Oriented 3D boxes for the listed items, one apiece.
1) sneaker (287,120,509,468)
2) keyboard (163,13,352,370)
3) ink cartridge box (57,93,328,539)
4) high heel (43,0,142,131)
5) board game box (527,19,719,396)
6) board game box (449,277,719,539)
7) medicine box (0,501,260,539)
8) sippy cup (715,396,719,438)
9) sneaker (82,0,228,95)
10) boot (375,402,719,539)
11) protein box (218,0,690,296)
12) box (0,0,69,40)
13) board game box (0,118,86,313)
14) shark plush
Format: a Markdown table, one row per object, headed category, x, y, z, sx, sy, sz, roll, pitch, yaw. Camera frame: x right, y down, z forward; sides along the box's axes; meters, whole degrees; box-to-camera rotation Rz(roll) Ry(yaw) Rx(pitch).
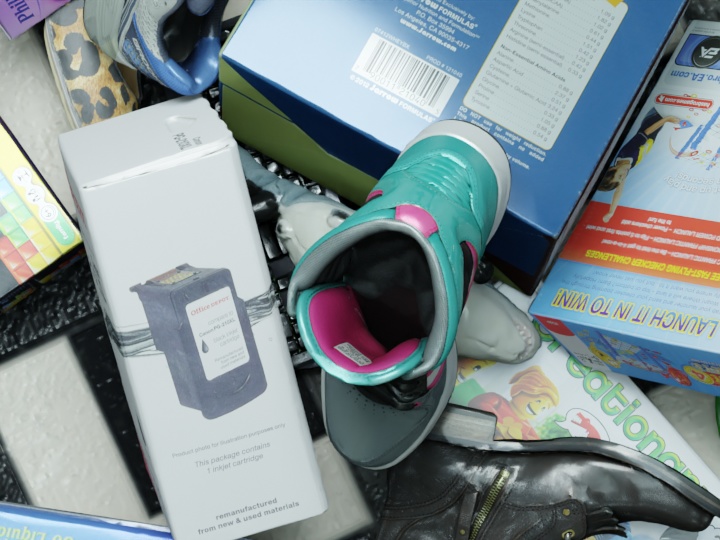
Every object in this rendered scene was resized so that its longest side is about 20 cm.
| category | x | y | z | sx | sy | sz | roll | pitch | yaw |
| --- | --- | --- | --- | --- | --- | --- | --- | --- | --- |
| sneaker | 0.010 | 0.035 | 1.364 | 0.084 | 0.121 | 0.200 | 24 | 123 | 13 |
| keyboard | -0.025 | -0.051 | 1.546 | 0.127 | 0.021 | 0.200 | -20 | 86 | -3 |
| ink cartridge box | -0.088 | 0.023 | 1.438 | 0.084 | 0.145 | 0.200 | -16 | 106 | -7 |
| high heel | -0.100 | -0.145 | 1.525 | 0.142 | 0.071 | 0.200 | -12 | 76 | 4 |
| board game box | 0.214 | -0.030 | 1.451 | 0.056 | 0.200 | 0.196 | 43 | 70 | -38 |
| board game box | 0.107 | 0.110 | 1.526 | 0.126 | 0.035 | 0.200 | -42 | 87 | -5 |
| medicine box | -0.144 | 0.230 | 1.477 | 0.182 | 0.103 | 0.200 | 9 | 84 | 0 |
| sippy cup | 0.264 | 0.070 | 1.485 | 0.140 | 0.130 | 0.178 | -31 | 86 | -4 |
| sneaker | -0.084 | -0.175 | 1.416 | 0.077 | 0.200 | 0.085 | -22 | 49 | -30 |
| boot | 0.080 | 0.167 | 1.474 | 0.200 | 0.069 | 0.174 | 13 | 86 | 12 |
| protein box | 0.057 | -0.131 | 1.481 | 0.198 | 0.135 | 0.200 | 28 | 77 | 4 |
| box | -0.162 | -0.258 | 1.495 | 0.200 | 0.097 | 0.176 | -35 | 63 | -3 |
| board game box | -0.271 | -0.047 | 1.516 | 0.165 | 0.057 | 0.200 | -36 | 86 | -5 |
| shark plush | 0.000 | 0.000 | 1.497 | 0.200 | 0.083 | 0.091 | 23 | 109 | 20 |
